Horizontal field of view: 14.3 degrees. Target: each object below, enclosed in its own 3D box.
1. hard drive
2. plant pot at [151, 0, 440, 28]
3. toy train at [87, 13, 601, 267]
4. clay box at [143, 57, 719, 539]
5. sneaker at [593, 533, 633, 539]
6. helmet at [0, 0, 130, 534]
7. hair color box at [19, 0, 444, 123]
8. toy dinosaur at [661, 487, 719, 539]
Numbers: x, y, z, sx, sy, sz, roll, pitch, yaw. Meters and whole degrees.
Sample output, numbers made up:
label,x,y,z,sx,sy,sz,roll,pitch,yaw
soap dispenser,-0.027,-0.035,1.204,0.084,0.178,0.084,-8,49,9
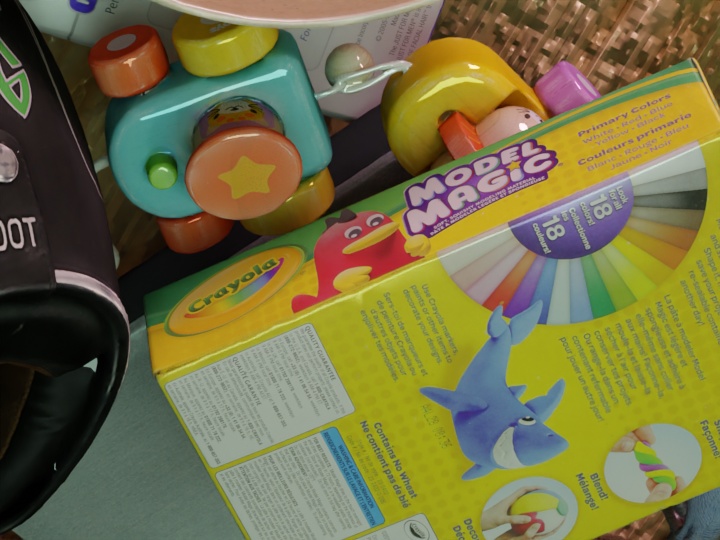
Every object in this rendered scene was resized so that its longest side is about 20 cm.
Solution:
label,x,y,z,sx,sy,sz,roll,pitch,yaw
hard drive,-0.024,0.033,0.942,0.200,0.033,0.140,-34,137,10
plant pot,-0.022,-0.183,0.768,0.200,0.135,0.201,-5,118,-10
toy train,0.000,0.000,0.855,0.199,0.056,0.151,15,115,-17
clay box,0.052,0.021,0.820,0.199,0.048,0.115,-23,123,5
sneaker,0.097,0.161,0.959,0.070,0.200,0.109,-10,108,-31
helmet,-0.172,-0.015,0.794,0.200,0.191,0.200,-29,155,-15
hair color box,-0.067,-0.126,0.885,0.199,0.065,0.110,15,110,-19
toy dinosaur,0.112,0.019,0.904,0.199,0.105,0.182,-6,112,9
